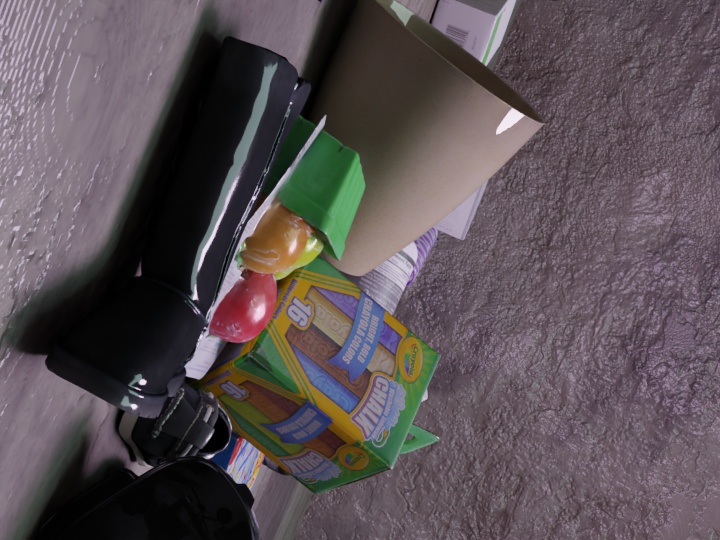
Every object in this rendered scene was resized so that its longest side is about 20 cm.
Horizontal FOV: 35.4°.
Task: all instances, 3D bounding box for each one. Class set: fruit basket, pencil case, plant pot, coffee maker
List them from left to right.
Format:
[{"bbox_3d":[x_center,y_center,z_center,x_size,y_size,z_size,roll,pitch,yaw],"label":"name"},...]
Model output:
[{"bbox_3d":[-0.146,0.230,0.771,0.193,0.134,0.201,-55,167,-18],"label":"coffee maker"},{"bbox_3d":[-0.080,-0.013,0.805,0.201,0.093,0.185,-50,173,-3],"label":"fruit basket"},{"bbox_3d":[0.024,-0.101,0.958,0.201,0.186,0.187,-54,178,16],"label":"plant pot"},{"bbox_3d":[0.099,-0.041,2.333,0.085,0.084,0.200,-42,-172,33],"label":"pencil case"}]

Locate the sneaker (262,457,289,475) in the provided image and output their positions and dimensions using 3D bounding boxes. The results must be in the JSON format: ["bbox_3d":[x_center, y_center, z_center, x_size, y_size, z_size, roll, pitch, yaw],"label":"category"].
[{"bbox_3d":[-0.056,0.170,1.308,0.200,0.095,0.079,-41,-158,27],"label":"sneaker"}]

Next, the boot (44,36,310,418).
[{"bbox_3d":[-0.090,-0.030,0.612,0.202,0.065,0.165,-63,-177,0],"label":"boot"}]

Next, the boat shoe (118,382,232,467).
[{"bbox_3d":[-0.133,0.126,0.865,0.200,0.067,0.073,97,16,-76],"label":"boat shoe"}]

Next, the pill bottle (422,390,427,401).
[{"bbox_3d":[-0.020,0.167,1.412,0.198,0.114,0.112,-26,-178,12],"label":"pill bottle"}]

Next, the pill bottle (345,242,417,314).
[{"bbox_3d":[0.000,0.000,1.348,0.116,0.115,0.202,85,29,-79],"label":"pill bottle"}]

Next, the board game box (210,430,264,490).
[{"bbox_3d":[-0.137,0.182,1.108,0.196,0.055,0.202,-54,167,-63],"label":"board game box"}]

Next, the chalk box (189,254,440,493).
[{"bbox_3d":[-0.024,0.103,0.966,0.124,0.199,0.125,-32,-158,50],"label":"chalk box"}]

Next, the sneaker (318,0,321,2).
[{"bbox_3d":[0.010,-0.243,0.669,0.088,0.074,0.201,-58,172,-26],"label":"sneaker"}]

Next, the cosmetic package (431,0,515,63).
[{"bbox_3d":[0.152,-0.340,1.541,0.200,0.084,0.109,-56,166,-57],"label":"cosmetic package"}]

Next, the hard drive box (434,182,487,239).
[{"bbox_3d":[0.083,-0.132,1.391,0.200,0.154,0.078,100,14,-71],"label":"hard drive box"}]
